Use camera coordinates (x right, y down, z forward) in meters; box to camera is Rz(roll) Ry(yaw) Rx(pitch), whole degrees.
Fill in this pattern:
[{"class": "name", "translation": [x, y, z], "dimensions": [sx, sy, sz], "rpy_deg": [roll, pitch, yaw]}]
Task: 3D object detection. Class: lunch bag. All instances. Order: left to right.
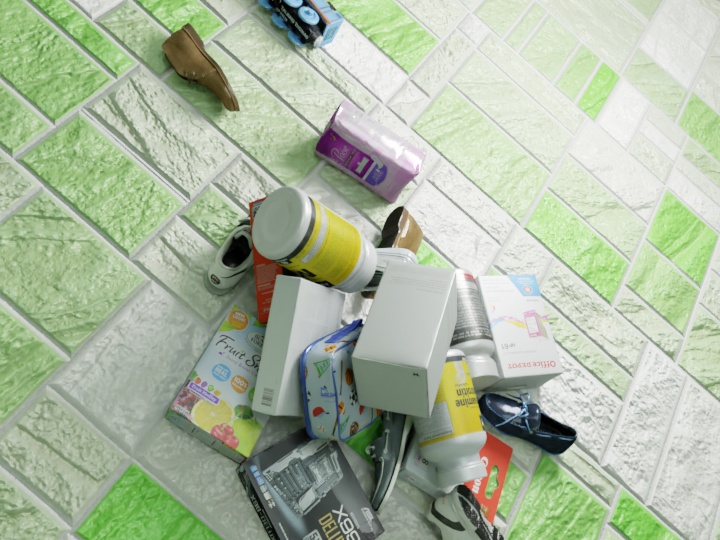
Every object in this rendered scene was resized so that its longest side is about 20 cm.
[{"class": "lunch bag", "translation": [-0.020, 0.167, 1.144], "dimensions": [0.199, 0.074, 0.164], "rpy_deg": [-23, 108, -62]}]

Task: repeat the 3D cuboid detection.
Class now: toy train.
[{"class": "toy train", "translation": [-0.131, -0.554, 1.523], "dimensions": [0.201, 0.087, 0.114], "rpy_deg": [50, 47, 7]}]

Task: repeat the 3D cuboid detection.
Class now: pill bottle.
[{"class": "pill bottle", "translation": [-0.066, -0.041, 1.146], "dimensions": [0.199, 0.113, 0.117], "rpy_deg": [30, 50, -46]}, {"class": "pill bottle", "translation": [0.140, 0.239, 1.176], "dimensions": [0.110, 0.112, 0.204], "rpy_deg": [-5, 71, -27]}, {"class": "pill bottle", "translation": [0.175, 0.110, 1.308], "dimensions": [0.111, 0.114, 0.204], "rpy_deg": [-1, 63, -25]}]

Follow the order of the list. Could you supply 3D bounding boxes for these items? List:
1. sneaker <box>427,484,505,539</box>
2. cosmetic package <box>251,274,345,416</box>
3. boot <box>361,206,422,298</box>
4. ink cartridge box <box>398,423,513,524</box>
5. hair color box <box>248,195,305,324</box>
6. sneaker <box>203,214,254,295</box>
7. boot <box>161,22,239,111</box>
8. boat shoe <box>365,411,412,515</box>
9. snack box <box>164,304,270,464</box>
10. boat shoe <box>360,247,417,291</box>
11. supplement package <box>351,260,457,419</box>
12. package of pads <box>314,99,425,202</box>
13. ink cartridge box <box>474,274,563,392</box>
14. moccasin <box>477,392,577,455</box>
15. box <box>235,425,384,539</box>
[{"class": "sneaker", "translation": [0.182, 0.443, 1.186], "dimensions": [0.202, 0.079, 0.074], "rpy_deg": [58, 25, -6]}, {"class": "cosmetic package", "translation": [-0.092, 0.121, 1.129], "dimensions": [0.150, 0.051, 0.205], "rpy_deg": [23, 75, -60]}, {"class": "boot", "translation": [0.064, -0.021, 1.349], "dimensions": [0.075, 0.073, 0.202], "rpy_deg": [41, 57, -24]}, {"class": "ink cartridge box", "translation": [0.174, 0.319, 1.249], "dimensions": [0.197, 0.057, 0.164], "rpy_deg": [29, 56, -4]}, {"class": "hair color box", "translation": [-0.124, -0.014, 1.214], "dimensions": [0.110, 0.063, 0.205], "rpy_deg": [13, 66, -59]}, {"class": "sneaker", "translation": [-0.187, -0.050, 1.239], "dimensions": [0.073, 0.089, 0.202], "rpy_deg": [33, 55, -4]}, {"class": "boot", "translation": [-0.299, -0.366, 1.366], "dimensions": [0.075, 0.074, 0.201], "rpy_deg": [-35, 78, -15]}, {"class": "boat shoe", "translation": [0.038, 0.296, 1.189], "dimensions": [0.060, 0.073, 0.203], "rpy_deg": [18, 55, 1]}, {"class": "snack box", "translation": [-0.194, 0.176, 1.142], "dimensions": [0.141, 0.053, 0.202], "rpy_deg": [34, 55, -8]}, {"class": "boat shoe", "translation": [0.000, 0.000, 1.245], "dimensions": [0.074, 0.196, 0.067], "rpy_deg": [61, 40, -30]}, {"class": "supplement package", "translation": [0.073, 0.101, 1.108], "dimensions": [0.115, 0.119, 0.202], "rpy_deg": [8, 46, 16]}, {"class": "package of pads", "translation": [0.018, -0.227, 1.403], "dimensions": [0.198, 0.121, 0.077], "rpy_deg": [32, 56, -8]}, {"class": "ink cartridge box", "translation": [0.283, 0.117, 1.378], "dimensions": [0.141, 0.085, 0.204], "rpy_deg": [-1, 67, -26]}, {"class": "moccasin", "translation": [0.306, 0.264, 1.319], "dimensions": [0.197, 0.068, 0.082], "rpy_deg": [24, 45, -17]}, {"class": "box", "translation": [-0.076, 0.353, 1.111], "dimensions": [0.156, 0.050, 0.203], "rpy_deg": [-22, 76, -32]}]
